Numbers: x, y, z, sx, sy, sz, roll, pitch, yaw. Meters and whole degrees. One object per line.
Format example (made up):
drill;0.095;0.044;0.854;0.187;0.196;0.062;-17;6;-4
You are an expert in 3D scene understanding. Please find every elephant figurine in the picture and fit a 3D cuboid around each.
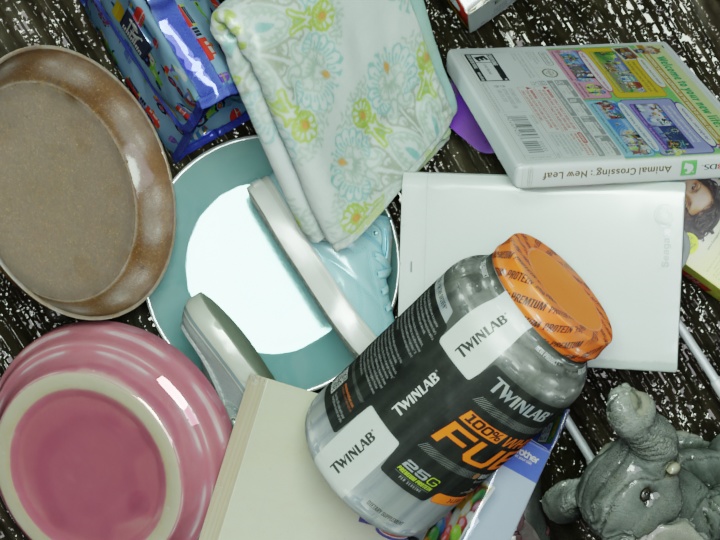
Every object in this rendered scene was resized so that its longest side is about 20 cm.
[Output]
elephant figurine;0.200;0.167;1.198;0.199;0.141;0.157;10;80;-40

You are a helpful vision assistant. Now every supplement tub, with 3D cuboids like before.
supplement tub;0.066;0.076;1.128;0.123;0.123;0.200;45;112;-1

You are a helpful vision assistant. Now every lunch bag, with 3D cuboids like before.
lunch bag;-0.135;-0.175;1.201;0.094;0.200;0.151;-30;89;-6

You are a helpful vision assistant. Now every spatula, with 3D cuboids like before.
spatula;0.034;-0.158;1.300;0.199;0.021;0.057;31;65;2

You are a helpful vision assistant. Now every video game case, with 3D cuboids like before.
video game case;0.173;-0.117;1.224;0.180;0.200;0.022;-4;121;-11

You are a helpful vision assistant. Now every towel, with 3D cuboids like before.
towel;-0.010;-0.139;1.183;0.171;0.048;0.201;-48;127;-36

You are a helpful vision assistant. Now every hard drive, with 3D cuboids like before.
hard drive;0.127;0.000;1.184;0.198;0.026;0.133;3;95;12

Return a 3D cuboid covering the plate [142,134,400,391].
plate;-0.068;-0.004;1.284;0.198;0.026;0.202;0;87;-4

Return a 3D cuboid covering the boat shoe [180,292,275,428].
boat shoe;-0.088;0.112;1.234;0.071;0.070;0.202;-30;111;1

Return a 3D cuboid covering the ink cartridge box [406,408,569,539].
ink cartridge box;0.075;0.182;1.207;0.042;0.119;0.201;31;78;-12

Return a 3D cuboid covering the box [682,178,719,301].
box;0.273;-0.027;1.298;0.199;0.050;0.076;35;86;-2

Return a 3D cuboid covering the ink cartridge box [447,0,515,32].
ink cartridge box;0.056;-0.284;1.242;0.084;0.176;0.201;-35;89;5

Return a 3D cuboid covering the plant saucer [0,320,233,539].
plant saucer;-0.188;0.138;1.211;0.199;0.051;0.202;5;105;18

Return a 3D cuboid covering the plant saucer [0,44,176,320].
plant saucer;-0.213;-0.060;1.197;0.034;0.200;0.202;-15;87;38

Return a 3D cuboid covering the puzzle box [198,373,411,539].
puzzle box;-0.018;0.164;1.224;0.199;0.025;0.134;21;84;-38

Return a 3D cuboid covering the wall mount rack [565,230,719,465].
wall mount rack;0.183;0.061;1.264;0.199;0.075;0.174;-34;128;12

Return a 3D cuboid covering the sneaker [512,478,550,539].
sneaker;0.142;0.238;1.270;0.114;0.076;0.202;8;93;-12

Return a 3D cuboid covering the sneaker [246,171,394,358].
sneaker;0.000;0.000;1.240;0.082;0.074;0.201;-33;91;-2
